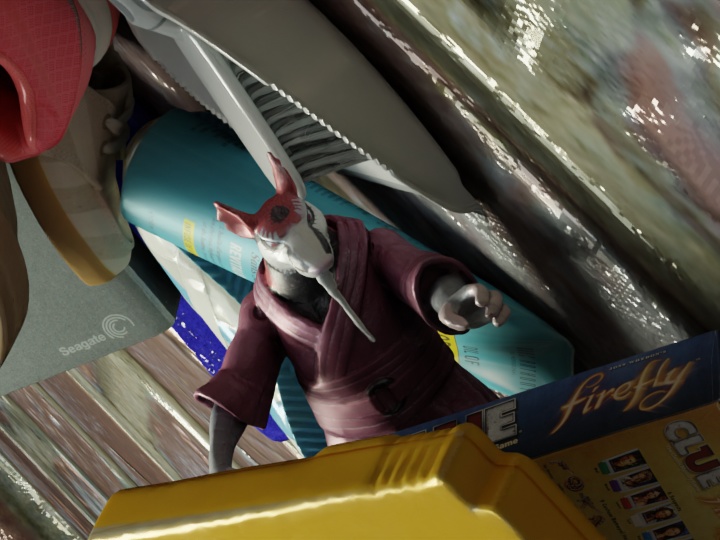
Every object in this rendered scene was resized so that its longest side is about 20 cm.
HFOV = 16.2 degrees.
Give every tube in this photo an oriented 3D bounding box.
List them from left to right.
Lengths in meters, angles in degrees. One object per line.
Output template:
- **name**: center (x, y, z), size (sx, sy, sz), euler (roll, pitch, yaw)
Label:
- **tube**: center (0.000, 0.000, 0.998), size (0.199, 0.051, 0.078), euler (27, 167, 17)

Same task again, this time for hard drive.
- **hard drive**: center (-0.189, -0.028, 1.100), size (0.139, 0.033, 0.200), euler (-21, 126, 26)

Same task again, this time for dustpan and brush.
- **dustpan and brush**: center (-0.055, -0.083, 0.906), size (0.200, 0.057, 0.139), euler (53, 165, -24)

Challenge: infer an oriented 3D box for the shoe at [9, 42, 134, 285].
- **shoe**: center (-0.120, -0.086, 1.007), size (0.070, 0.053, 0.201), euler (-94, -12, -64)

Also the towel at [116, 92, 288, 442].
- **towel**: center (-0.078, 0.003, 1.247), size (0.200, 0.050, 0.148), euler (47, 167, -4)

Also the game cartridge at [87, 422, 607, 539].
- **game cartridge**: center (0.026, 0.125, 0.849), size (0.199, 0.033, 0.176), euler (-16, 125, 47)

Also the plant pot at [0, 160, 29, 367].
- **plant pot**: center (-0.208, -0.044, 0.986), size (0.199, 0.093, 0.202), euler (18, 146, 13)

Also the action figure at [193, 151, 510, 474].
- **action figure**: center (0.014, 0.036, 0.930), size (0.201, 0.133, 0.149), euler (62, -161, -21)

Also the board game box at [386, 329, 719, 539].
- **board game box**: center (0.102, 0.118, 0.882), size (0.201, 0.135, 0.035), euler (56, -155, -34)

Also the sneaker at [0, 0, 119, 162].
- **sneaker**: center (-0.160, -0.114, 0.880), size (0.073, 0.087, 0.200), euler (-21, 134, 34)

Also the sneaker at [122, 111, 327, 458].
- **sneaker**: center (-0.031, 0.014, 1.108), size (0.201, 0.076, 0.081), euler (57, 171, -12)
